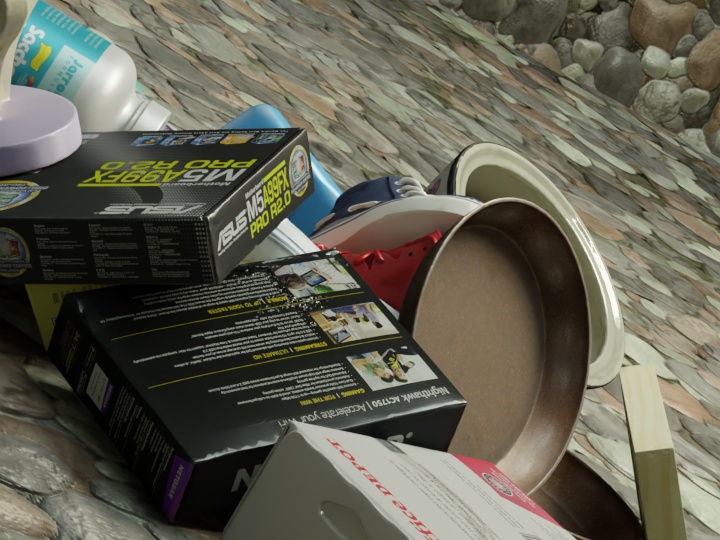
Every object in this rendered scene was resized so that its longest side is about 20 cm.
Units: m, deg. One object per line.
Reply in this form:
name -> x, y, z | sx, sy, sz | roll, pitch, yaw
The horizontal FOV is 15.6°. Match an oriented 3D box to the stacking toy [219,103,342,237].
stacking toy -> -0.072, -0.050, 2.014 | 0.116, 0.110, 0.200 | 52, 3, 3

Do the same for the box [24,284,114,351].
box -> -0.172, -0.012, 1.665 | 0.075, 0.050, 0.200 | -14, 21, -3

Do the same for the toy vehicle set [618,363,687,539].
toy vehicle set -> 0.208, 0.153, 1.848 | 0.026, 0.125, 0.200 | -9, 13, 4

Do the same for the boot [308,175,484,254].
boot -> 0.032, -0.036, 1.810 | 0.200, 0.090, 0.073 | -14, -55, 46

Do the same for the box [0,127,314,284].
box -> -0.147, -0.040, 1.588 | 0.200, 0.044, 0.160 | 0, 21, 22

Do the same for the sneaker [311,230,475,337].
sneaker -> 0.000, 0.000, 1.751 | 0.200, 0.116, 0.078 | 43, 10, 16

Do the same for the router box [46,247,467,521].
router box -> -0.060, 0.062, 1.533 | 0.200, 0.051, 0.149 | -10, 45, -36

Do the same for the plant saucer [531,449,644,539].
plant saucer -> 0.101, 0.144, 1.807 | 0.200, 0.037, 0.200 | 30, 13, -7

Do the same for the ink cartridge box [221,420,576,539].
ink cartridge box -> 0.041, 0.168, 1.479 | 0.145, 0.084, 0.200 | 41, 15, 35

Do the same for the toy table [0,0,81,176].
toy table -> -0.265, -0.133, 1.657 | 0.200, 0.117, 0.184 | 7, 25, 35

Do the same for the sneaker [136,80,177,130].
sneaker -> -0.209, -0.123, 2.005 | 0.200, 0.075, 0.087 | 40, 21, 29

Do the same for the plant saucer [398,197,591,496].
plant saucer -> 0.080, 0.053, 1.687 | 0.034, 0.201, 0.200 | 4, -6, 37

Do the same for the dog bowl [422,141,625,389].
dog bowl -> 0.105, 0.010, 1.917 | 0.200, 0.074, 0.200 | 38, 35, -34

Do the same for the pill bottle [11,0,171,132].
pill bottle -> -0.238, -0.136, 1.892 | 0.200, 0.111, 0.111 | 31, 13, -2

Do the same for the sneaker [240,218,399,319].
sneaker -> -0.052, 0.020, 1.673 | 0.200, 0.073, 0.071 | 32, 42, 13
